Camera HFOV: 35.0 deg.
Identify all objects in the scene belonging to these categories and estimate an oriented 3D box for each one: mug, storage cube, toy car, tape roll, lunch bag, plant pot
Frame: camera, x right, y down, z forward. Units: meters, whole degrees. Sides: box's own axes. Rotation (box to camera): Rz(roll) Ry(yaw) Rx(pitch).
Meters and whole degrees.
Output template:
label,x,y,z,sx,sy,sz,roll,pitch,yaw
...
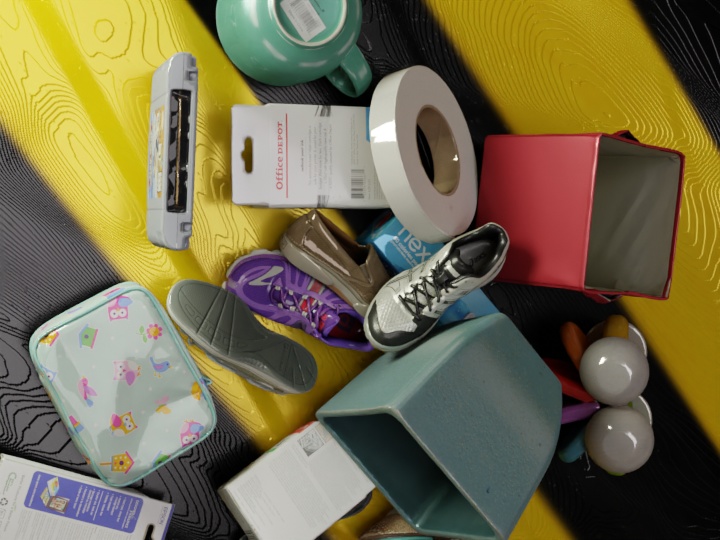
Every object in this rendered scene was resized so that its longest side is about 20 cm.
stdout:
label,x,y,z,sx,sy,sz,roll,pitch,yaw
mug,-0.060,-0.284,1.278,0.183,0.114,0.154,6,91,-22
storage cube,0.258,-0.066,1.362,0.170,0.179,0.202,5,91,-40
toy car,0.289,0.158,1.437,0.148,0.175,0.202,-4,96,13
tape roll,0.076,-0.134,1.322,0.202,0.037,0.205,28,56,-53
lunch bag,-0.253,0.123,1.245,0.160,0.077,0.201,-31,104,-19
plant pot,0.109,0.159,1.280,0.197,0.195,0.200,50,64,-11

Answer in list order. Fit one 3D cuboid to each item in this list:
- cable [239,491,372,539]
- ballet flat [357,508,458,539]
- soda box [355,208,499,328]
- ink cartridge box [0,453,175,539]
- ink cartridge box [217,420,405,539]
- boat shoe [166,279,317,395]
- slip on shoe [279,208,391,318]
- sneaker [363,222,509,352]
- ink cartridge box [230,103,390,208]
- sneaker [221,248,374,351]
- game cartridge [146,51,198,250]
label,x,y,z,sx,sy,sz,roll,pitch,yaw
cable,-0.075,0.310,1.359,0.097,0.050,0.200,42,65,-2
ballet flat,0.087,0.310,1.408,0.198,0.071,0.066,6,65,-23
soda box,0.087,0.015,1.382,0.068,0.064,0.200,-45,107,-14
ink cartridge box,-0.312,0.274,1.252,0.198,0.037,0.096,20,85,-19
ink cartridge box,-0.055,0.240,1.330,0.199,0.050,0.109,-35,91,-25
boat shoe,-0.140,0.082,1.285,0.201,0.065,0.075,33,53,-27
slip on shoe,0.000,0.000,1.324,0.199,0.076,0.061,35,112,-17
sneaker,0.085,0.010,1.276,0.200,0.088,0.076,-39,80,-19
ink cartridge box,-0.061,-0.129,1.312,0.198,0.067,0.117,-1,92,-22
sneaker,-0.061,0.037,1.307,0.198,0.083,0.081,21,99,-21
game cartridge,-0.203,-0.124,1.219,0.041,0.133,0.202,2,92,-22
